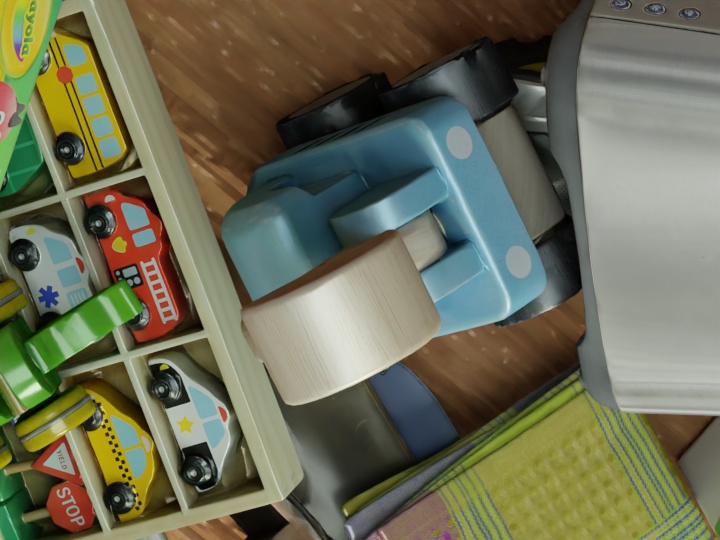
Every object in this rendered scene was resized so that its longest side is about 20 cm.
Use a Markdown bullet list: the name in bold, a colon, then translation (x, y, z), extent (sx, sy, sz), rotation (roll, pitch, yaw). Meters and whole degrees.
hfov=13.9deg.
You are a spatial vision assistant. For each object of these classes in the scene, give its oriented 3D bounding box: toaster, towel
- **toaster**: translation (0.144, -0.023, 1.038), extent (0.129, 0.114, 0.200), rotation (5, 126, 21)
- **towel**: translation (0.090, 0.146, 1.161), extent (0.144, 0.023, 0.200), rotation (-33, 97, -29)

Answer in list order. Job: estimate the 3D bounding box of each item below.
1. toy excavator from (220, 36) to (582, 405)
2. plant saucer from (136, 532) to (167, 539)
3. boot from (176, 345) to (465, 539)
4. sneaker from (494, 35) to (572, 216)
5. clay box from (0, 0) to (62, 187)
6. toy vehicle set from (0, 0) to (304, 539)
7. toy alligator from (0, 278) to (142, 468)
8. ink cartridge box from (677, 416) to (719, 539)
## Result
- **toy excavator**: translation (0.000, 0.000, 1.036), extent (0.200, 0.194, 0.100), rotation (-34, 102, -37)
- **plant saucer**: translation (-0.166, 0.156, 1.175), extent (0.200, 0.050, 0.200), rotation (-3, 108, -8)
- **boot**: translation (-0.032, 0.047, 1.164), extent (0.097, 0.075, 0.200), rotation (-35, 101, -24)
- **sneaker**: translation (0.133, -0.039, 1.153), extent (0.200, 0.074, 0.085), rotation (8, 113, -3)
- **clay box**: translation (-0.187, -0.038, 1.055), extent (0.115, 0.048, 0.200), rotation (21, 94, 29)
- **toy vehicle set**: translation (-0.113, 0.005, 1.099), extent (0.124, 0.027, 0.200), rotation (-17, 99, 22)
- **toy alligator**: translation (-0.166, 0.059, 1.087), extent (0.200, 0.054, 0.059), rotation (-29, 94, 24)
- **ink cartridge box**: translation (0.239, 0.130, 1.179), extent (0.200, 0.146, 0.084), rotation (37, 101, -18)
